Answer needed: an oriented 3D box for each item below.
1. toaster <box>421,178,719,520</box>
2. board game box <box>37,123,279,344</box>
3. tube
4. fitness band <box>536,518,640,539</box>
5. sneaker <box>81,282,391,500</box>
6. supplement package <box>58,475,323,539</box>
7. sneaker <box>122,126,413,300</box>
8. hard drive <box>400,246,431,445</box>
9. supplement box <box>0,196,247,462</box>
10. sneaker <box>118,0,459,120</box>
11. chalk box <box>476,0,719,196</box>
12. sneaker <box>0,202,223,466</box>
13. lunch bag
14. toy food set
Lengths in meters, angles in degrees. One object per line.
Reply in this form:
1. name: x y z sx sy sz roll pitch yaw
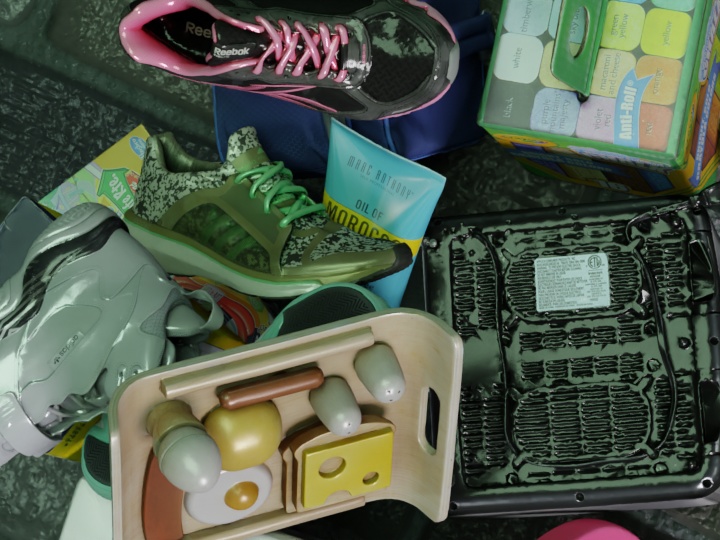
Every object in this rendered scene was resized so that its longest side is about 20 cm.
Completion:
1. toaster: 0.139 0.051 1.623 0.199 0.119 0.181 -6 81 13
2. board game box: -0.136 0.026 1.773 0.134 0.034 0.200 -37 75 7
3. tube: 0.000 0.000 1.636 0.077 0.200 0.050 25 44 13
4. fitness band: 0.139 0.242 1.606 0.037 0.144 0.200 11 125 49
5. sneaker: -0.051 0.091 1.582 0.200 0.140 0.078 -25 63 11
6. supplement package: -0.073 0.223 1.642 0.191 0.200 0.147 17 85 15
7. sneaker: -0.060 -0.036 1.592 0.200 0.077 0.089 10 106 29
8. hard drive: 0.089 0.048 1.715 0.199 0.033 0.140 8 83 14
9. supplement box: -0.163 0.044 1.654 0.109 0.200 0.109 40 92 17
10. sneaker: -0.046 -0.125 1.543 0.199 0.095 0.079 9 101 18
11. chalk box: 0.149 -0.124 1.639 0.124 0.200 0.125 11 85 15
12. sneaker: -0.162 0.070 1.501 0.115 0.075 0.200 32 87 25
13. lunch bag: 0.007 -0.130 1.681 0.132 0.200 0.136 -1 100 24
14. toy food set: -0.042 0.108 1.485 0.200 0.144 0.060 -13 44 -17
